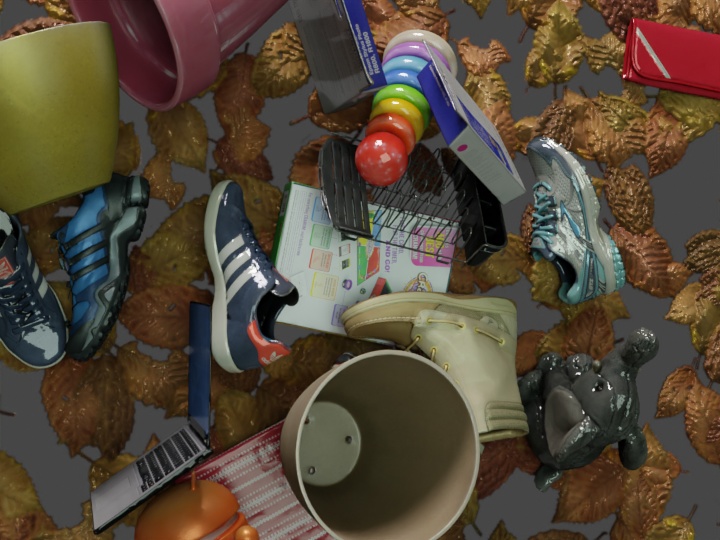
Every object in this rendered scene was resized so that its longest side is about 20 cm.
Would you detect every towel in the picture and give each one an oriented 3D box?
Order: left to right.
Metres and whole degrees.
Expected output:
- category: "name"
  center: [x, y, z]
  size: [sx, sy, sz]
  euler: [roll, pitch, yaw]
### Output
- category: "towel"
  center: [-0.096, 0.280, 1.217]
  size: [0.144, 0.022, 0.201]
  euler: [-27, 95, -11]

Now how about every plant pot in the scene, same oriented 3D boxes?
- category: "plant pot"
  center: [-0.311, -0.135, 1.070]
  size: [0.198, 0.200, 0.143]
  euler: [-20, 96, -14]
- category: "plant pot"
  center: [-0.172, -0.287, 1.121]
  size: [0.178, 0.200, 0.201]
  euler: [-35, 99, -27]
- category: "plant pot"
  center: [-0.008, 0.177, 1.129]
  size: [0.186, 0.200, 0.189]
  euler: [2, 84, -22]

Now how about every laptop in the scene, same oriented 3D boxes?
- category: "laptop"
  center: [-0.208, 0.136, 1.102]
  size: [0.199, 0.187, 0.116]
  euler: [-35, 97, -12]

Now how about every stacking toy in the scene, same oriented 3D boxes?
- category: "stacking toy"
  center: [0.041, -0.165, 1.173]
  size: [0.085, 0.085, 0.201]
  euler: [34, 46, -12]

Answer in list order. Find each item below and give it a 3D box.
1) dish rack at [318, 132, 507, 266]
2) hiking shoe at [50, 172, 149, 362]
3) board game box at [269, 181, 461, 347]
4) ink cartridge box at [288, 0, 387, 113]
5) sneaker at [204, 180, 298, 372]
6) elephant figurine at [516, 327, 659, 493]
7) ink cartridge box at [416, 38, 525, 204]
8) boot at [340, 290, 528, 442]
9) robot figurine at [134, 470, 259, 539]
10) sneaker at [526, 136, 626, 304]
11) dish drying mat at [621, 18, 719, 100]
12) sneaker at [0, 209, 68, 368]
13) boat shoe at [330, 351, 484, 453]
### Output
- category: "dish rack"
  center: [0.052, -0.085, 1.198]
  size: [0.198, 0.055, 0.154]
  euler: [13, 46, -21]
- category: "hiking shoe"
  center: [-0.278, -0.008, 1.150]
  size: [0.086, 0.074, 0.202]
  euler: [15, 76, -7]
- category: "board game box"
  center: [0.000, 0.000, 1.233]
  size: [0.198, 0.040, 0.155]
  euler: [13, 86, -15]
- category: "ink cartridge box"
  center: [-0.028, -0.271, 1.145]
  size: [0.040, 0.200, 0.201]
  euler: [-19, 95, -13]
- category: "sneaker"
  center: [-0.108, 0.001, 1.154]
  size: [0.084, 0.075, 0.202]
  euler: [-10, 77, 15]
- category: "elephant figurine"
  center: [0.252, 0.155, 1.217]
  size: [0.141, 0.200, 0.156]
  euler: [-32, 98, -13]
- category: "ink cartridge box"
  center: [0.108, -0.147, 1.146]
  size: [0.037, 0.200, 0.095]
  euler: [-28, 60, 14]
- category: "boot"
  center: [0.080, 0.106, 1.177]
  size: [0.198, 0.073, 0.157]
  euler: [3, 70, -21]
- category: "robot figurine"
  center: [-0.155, 0.300, 1.136]
  size: [0.116, 0.144, 0.202]
  euler: [-24, 95, -12]
- category: "sneaker"
  center: [0.229, -0.053, 1.277]
  size: [0.086, 0.078, 0.201]
  euler: [-27, 96, -10]
- category: "dish drying mat"
  center: [0.411, -0.250, 1.355]
  size: [0.198, 0.018, 0.078]
  euler: [7, 87, -15]
- category: "sneaker"
  center: [-0.352, 0.007, 1.116]
  size: [0.075, 0.084, 0.201]
  euler: [-27, 97, -13]
- category: "boat shoe"
  center: [0.061, 0.134, 1.234]
  size: [0.199, 0.071, 0.063]
  euler: [28, 74, -12]
